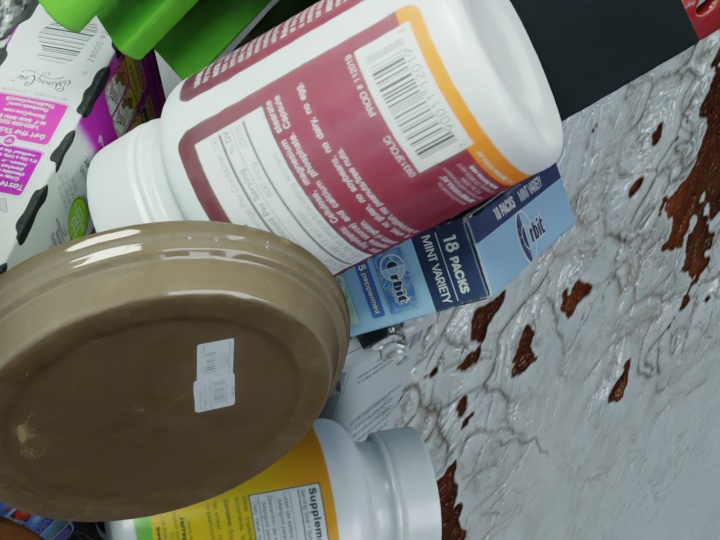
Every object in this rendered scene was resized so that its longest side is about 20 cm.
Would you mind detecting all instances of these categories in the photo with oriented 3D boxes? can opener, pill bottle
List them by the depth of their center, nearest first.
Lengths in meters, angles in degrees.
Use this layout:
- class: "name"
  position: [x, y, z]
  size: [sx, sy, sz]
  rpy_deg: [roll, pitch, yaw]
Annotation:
- class: "pill bottle"
  position: [-0.019, -0.057, 0.724]
  size: [0.199, 0.115, 0.114]
  rpy_deg: [-26, 155, 20]
- class: "pill bottle"
  position: [-0.056, 0.153, 0.976]
  size: [0.198, 0.111, 0.112]
  rpy_deg: [-9, 129, -13]
- class: "can opener"
  position: [-0.040, 0.060, 1.006]
  size: [0.199, 0.067, 0.053]
  rpy_deg: [-33, 158, 16]

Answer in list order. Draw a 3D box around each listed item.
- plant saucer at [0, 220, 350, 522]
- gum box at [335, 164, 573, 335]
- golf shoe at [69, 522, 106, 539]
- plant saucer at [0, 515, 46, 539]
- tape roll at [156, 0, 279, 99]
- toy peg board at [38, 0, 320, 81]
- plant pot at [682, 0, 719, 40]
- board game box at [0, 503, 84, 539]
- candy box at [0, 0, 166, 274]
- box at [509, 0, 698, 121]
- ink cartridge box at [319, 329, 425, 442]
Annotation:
- class: "plant saucer"
  position: [-0.097, 0.055, 0.712]
  size: [0.198, 0.030, 0.201]
  rpy_deg: [-13, 142, -10]
- class: "gum box"
  position: [0.000, 0.000, 0.863]
  size: [0.170, 0.199, 0.045]
  rpy_deg: [-33, 104, -65]
- class: "golf shoe"
  position: [-0.102, 0.191, 1.046]
  size: [0.078, 0.198, 0.095]
  rpy_deg: [-80, 174, -69]
- class: "plant saucer"
  position: [-0.193, 0.205, 0.813]
  size: [0.037, 0.201, 0.199]
  rpy_deg: [-41, 159, 32]
- class: "tape roll"
  position: [-0.059, -0.128, 0.942]
  size: [0.202, 0.071, 0.204]
  rpy_deg: [-35, 141, -34]
- class: "toy peg board"
  position: [-0.098, -0.181, 0.759]
  size: [0.098, 0.200, 0.200]
  rpy_deg: [-42, 152, 17]
- class: "plant pot"
  position: [0.128, -0.210, 1.020]
  size: [0.182, 0.200, 0.201]
  rpy_deg: [-31, 139, -25]
- class: "board game box"
  position: [-0.155, 0.087, 0.989]
  size: [0.200, 0.034, 0.136]
  rpy_deg: [-46, 160, -21]
- class: "candy box"
  position: [-0.156, -0.021, 0.776]
  size: [0.137, 0.060, 0.201]
  rpy_deg: [84, 21, -52]
- class: "box"
  position: [0.062, -0.108, 0.874]
  size: [0.141, 0.199, 0.079]
  rpy_deg: [-34, 100, -36]
- class: "ink cartridge box"
  position: [-0.023, 0.072, 1.112]
  size: [0.146, 0.084, 0.201]
  rpy_deg: [-29, 140, -63]
